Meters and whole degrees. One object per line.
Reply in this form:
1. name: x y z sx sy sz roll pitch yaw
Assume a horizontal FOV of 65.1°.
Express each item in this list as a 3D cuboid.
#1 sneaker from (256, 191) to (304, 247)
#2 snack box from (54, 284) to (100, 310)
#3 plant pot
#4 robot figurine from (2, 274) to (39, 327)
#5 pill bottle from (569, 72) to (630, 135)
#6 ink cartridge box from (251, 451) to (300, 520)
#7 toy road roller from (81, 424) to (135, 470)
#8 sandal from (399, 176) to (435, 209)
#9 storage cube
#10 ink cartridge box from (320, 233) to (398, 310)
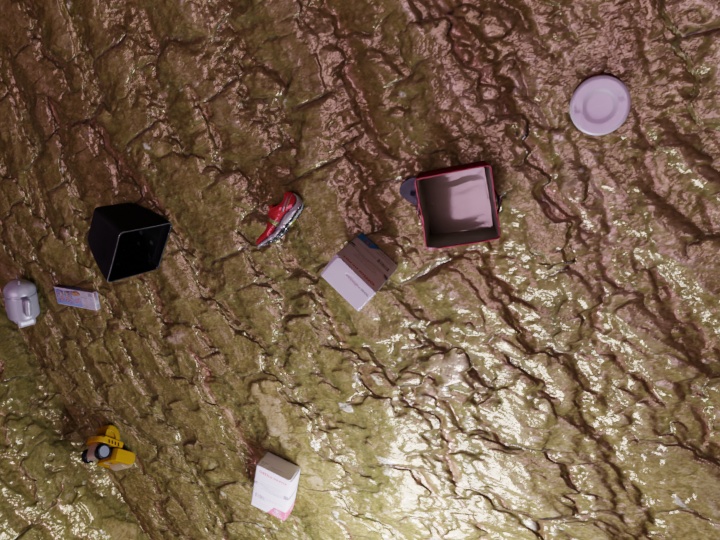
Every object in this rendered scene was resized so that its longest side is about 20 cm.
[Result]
1. sneaker: -0.247 -0.152 1.664 0.085 0.077 0.200 47 110 6
2. snack box: -1.076 0.102 2.140 0.198 0.024 0.073 7 113 21
3. plant pot: -0.769 -0.112 1.840 0.177 0.199 0.200 40 121 19
4. robot figurine: -1.324 0.119 2.202 0.169 0.112 0.202 23 119 35
5. pill bottle: 0.501 -0.354 1.182 0.113 0.200 0.115 8 113 19
6. ink cartridge box: -0.306 0.779 2.039 0.145 0.083 0.202 20 117 15
7. toy road roller: -1.029 0.728 2.328 0.122 0.147 0.200 -21 138 28
8. sandal: 0.193 -0.186 1.471 0.199 0.043 0.077 26 118 12
9. storage cube: 0.235 -0.161 1.360 0.198 0.180 0.173 -9 103 10
10. ink cartridge box: 0.000 0.000 1.536 0.146 0.200 0.084 44 120 2
